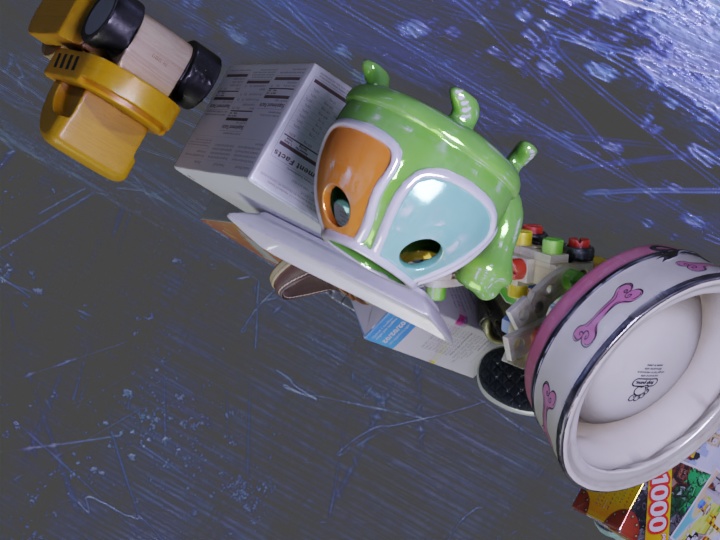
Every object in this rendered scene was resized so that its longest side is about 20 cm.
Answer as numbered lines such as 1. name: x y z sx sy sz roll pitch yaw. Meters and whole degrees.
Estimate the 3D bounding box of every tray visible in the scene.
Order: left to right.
1. tray: -0.013 0.000 1.374 0.200 0.022 0.107 26 174 19

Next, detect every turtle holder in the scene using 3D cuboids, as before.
1. turtle holder: 0.042 -0.056 1.196 0.141 0.132 0.186 26 173 22

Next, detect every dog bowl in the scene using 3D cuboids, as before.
1. dog bowl: 0.210 0.067 1.224 0.074 0.200 0.200 47 -173 40

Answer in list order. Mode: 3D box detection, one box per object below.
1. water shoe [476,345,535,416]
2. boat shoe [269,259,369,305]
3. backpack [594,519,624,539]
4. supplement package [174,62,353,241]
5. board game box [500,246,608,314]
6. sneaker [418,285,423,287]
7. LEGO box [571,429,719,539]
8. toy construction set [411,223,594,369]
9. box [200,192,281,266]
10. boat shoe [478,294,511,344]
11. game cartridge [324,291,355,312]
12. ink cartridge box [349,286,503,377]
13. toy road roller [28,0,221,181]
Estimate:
1. water shoe: 0.217 0.124 1.667 0.200 0.072 0.079 7 168 28
2. boat shoe: 0.000 0.000 1.620 0.200 0.072 0.072 -20 158 21
3. backpack: 0.333 0.214 1.752 0.150 0.200 0.178 30 174 -10
4. supplement package: -0.043 -0.091 1.391 0.156 0.111 0.200 32 174 -24
5. board game box: 0.173 0.009 1.505 0.200 0.030 0.096 24 154 54
6. sneaker: 0.029 -0.024 1.519 0.200 0.080 0.070 5 -171 44
7. LEGO box: 0.315 0.178 1.541 0.149 0.200 0.077 32 173 -30
8. toy construction set: 0.119 0.003 1.374 0.131 0.092 0.200 -4 -151 -33
9. box: -0.087 -0.065 1.844 0.124 0.098 0.200 31 174 -17
10. boat shoe: 0.150 0.044 1.660 0.072 0.066 0.201 34 -173 -25
11. game cartridge: 0.032 0.043 1.881 0.200 0.042 0.133 31 -170 -18
12. ink cartridge box: 0.082 0.040 1.727 0.200 0.068 0.115 21 -146 -36
13. toy road roller: -0.234 -0.166 1.467 0.123 0.146 0.200 33 172 -31
